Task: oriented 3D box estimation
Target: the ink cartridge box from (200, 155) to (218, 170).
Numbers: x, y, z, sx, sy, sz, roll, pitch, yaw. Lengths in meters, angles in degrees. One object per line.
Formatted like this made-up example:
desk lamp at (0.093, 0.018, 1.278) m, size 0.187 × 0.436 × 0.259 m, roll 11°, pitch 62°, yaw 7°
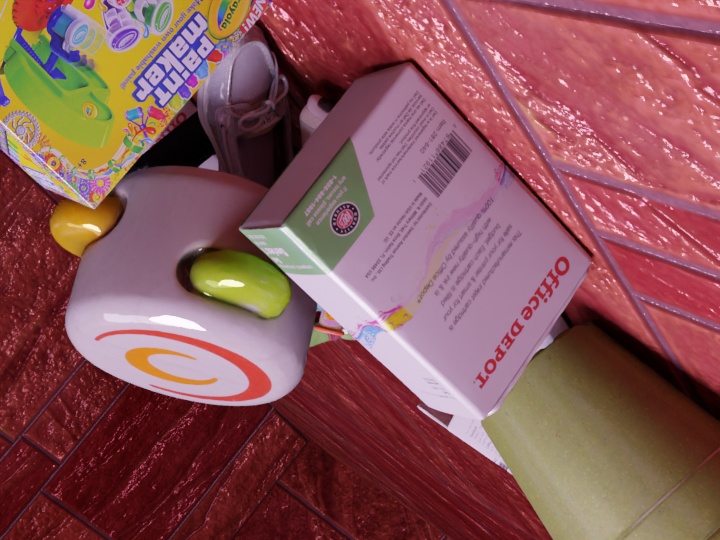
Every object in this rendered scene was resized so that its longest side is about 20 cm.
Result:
ink cartridge box at (-0.140, -0.042, 1.315) m, size 0.199 × 0.044 × 0.178 m, roll 31°, pitch 125°, yaw 38°

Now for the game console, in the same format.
game console at (-0.145, -0.067, 1.125) m, size 0.117 × 0.176 × 0.200 m, roll 54°, pitch 164°, yaw -17°

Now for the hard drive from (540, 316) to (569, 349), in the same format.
hard drive at (0.126, 0.031, 1.054) m, size 0.132 × 0.027 × 0.200 m, roll 27°, pitch 163°, yaw 47°

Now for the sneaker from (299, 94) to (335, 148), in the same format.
sneaker at (-0.017, -0.069, 0.999) m, size 0.075 × 0.081 × 0.200 m, roll 36°, pitch 166°, yaw 23°

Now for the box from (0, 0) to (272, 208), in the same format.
box at (-0.207, -0.187, 0.853) m, size 0.193 × 0.201 × 0.122 m, roll 46°, pitch 166°, yaw -31°

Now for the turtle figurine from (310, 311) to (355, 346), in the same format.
turtle figurine at (-0.088, 0.042, 1.456) m, size 0.144 × 0.192 × 0.201 m, roll 107°, pitch 149°, yaw -56°

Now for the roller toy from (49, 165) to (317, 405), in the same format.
roller toy at (-0.123, 0.010, 0.925) m, size 0.198 × 0.141 × 0.183 m, roll 2°, pitch 154°, yaw 19°

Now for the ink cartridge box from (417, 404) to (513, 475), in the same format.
ink cartridge box at (0.167, 0.157, 1.192) m, size 0.199 × 0.067 × 0.115 m, roll 33°, pitch -168°, yaw 29°

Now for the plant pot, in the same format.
plant pot at (0.198, 0.147, 0.945) m, size 0.190 × 0.200 × 0.200 m, roll 49°, pitch 172°, yaw 19°

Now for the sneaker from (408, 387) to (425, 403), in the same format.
sneaker at (0.060, 0.034, 0.981) m, size 0.200 × 0.086 × 0.078 m, roll 49°, pitch 139°, yaw 43°

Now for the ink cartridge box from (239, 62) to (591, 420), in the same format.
ink cartridge box at (0.041, -0.017, 0.836) m, size 0.200 × 0.145 × 0.084 m, roll 44°, pitch 162°, yaw -20°

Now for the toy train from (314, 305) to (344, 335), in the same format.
toy train at (0.002, 0.061, 1.330) m, size 0.198 × 0.056 × 0.150 m, roll 19°, pitch 165°, yaw -24°

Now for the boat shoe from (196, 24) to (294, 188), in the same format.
boat shoe at (-0.081, -0.100, 0.972) m, size 0.064 × 0.074 × 0.204 m, roll 28°, pitch 133°, yaw 35°

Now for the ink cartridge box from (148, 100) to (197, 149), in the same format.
ink cartridge box at (-0.279, -0.178, 1.239) m, size 0.083 × 0.145 × 0.200 m, roll 25°, pitch 162°, yaw 47°

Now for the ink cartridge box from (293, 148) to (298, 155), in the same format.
ink cartridge box at (-0.117, -0.007, 1.119) m, size 0.075 × 0.201 × 0.148 m, roll 36°, pitch 133°, yaw -10°
